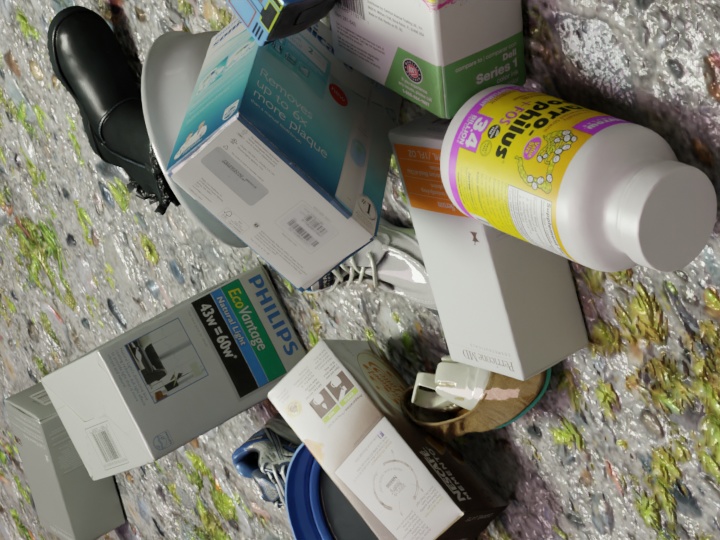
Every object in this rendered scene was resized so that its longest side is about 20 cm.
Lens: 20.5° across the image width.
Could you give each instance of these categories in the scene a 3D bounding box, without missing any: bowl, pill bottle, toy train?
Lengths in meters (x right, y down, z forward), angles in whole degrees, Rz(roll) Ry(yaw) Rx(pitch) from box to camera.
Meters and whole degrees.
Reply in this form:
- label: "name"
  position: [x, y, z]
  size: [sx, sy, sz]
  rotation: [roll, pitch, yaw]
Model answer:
- label: "bowl"
  position: [0.017, 0.235, 1.892]
  size: [0.200, 0.039, 0.201]
  rotation: [17, 118, 35]
- label: "pill bottle"
  position: [0.153, -0.061, 1.393]
  size: [0.200, 0.104, 0.104]
  rotation: [25, 134, 50]
- label: "bowl"
  position: [-0.096, -0.127, 1.731]
  size: [0.090, 0.201, 0.201]
  rotation: [-19, 98, 24]
- label: "toy train"
  position: [-0.051, -0.254, 1.432]
  size: [0.114, 0.087, 0.200]
  rotation: [52, 150, 9]

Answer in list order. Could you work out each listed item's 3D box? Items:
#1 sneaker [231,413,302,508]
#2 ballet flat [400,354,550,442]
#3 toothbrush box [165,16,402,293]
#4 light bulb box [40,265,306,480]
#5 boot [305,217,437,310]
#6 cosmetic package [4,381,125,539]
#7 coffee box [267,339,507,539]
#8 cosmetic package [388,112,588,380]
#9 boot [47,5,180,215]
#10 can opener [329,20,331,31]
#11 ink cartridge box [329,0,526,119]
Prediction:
- label: "sneaker"
  position: [-0.060, 0.212, 2.015]
  size: [0.200, 0.085, 0.077]
  rotation: [18, 129, 53]
- label: "ballet flat"
  position: [0.086, 0.099, 1.672]
  size: [0.200, 0.072, 0.068]
  rotation: [150, 137, -66]
- label: "toothbrush box"
  position: [-0.054, -0.105, 1.534]
  size: [0.085, 0.200, 0.146]
  rotation: [-36, 113, 28]
- label: "light bulb box"
  position: [-0.187, 0.105, 2.021]
  size: [0.125, 0.200, 0.198]
  rotation: [63, 153, -2]
- label: "boot"
  position: [0.000, 0.000, 1.718]
  size: [0.200, 0.095, 0.074]
  rotation: [26, 135, 50]
- label: "cosmetic package"
  position: [-0.387, 0.252, 2.620]
  size: [0.107, 0.090, 0.200]
  rotation: [18, 125, 50]
- label: "coffee box"
  position: [0.024, 0.160, 1.764]
  size: [0.080, 0.114, 0.200]
  rotation: [-45, 70, 17]
- label: "cosmetic package"
  position: [0.100, -0.024, 1.552]
  size: [0.101, 0.071, 0.200]
  rotation: [12, 124, 56]
- label: "boot"
  position: [-0.233, -0.160, 2.014]
  size: [0.162, 0.073, 0.198]
  rotation: [34, 148, 48]
- label: "can opener"
  position: [-0.007, -0.178, 1.637]
  size: [0.063, 0.078, 0.200]
  rotation: [-87, 0, -52]
- label: "ink cartridge box"
  position: [0.042, -0.234, 1.458]
  size: [0.145, 0.084, 0.200]
  rotation: [35, 141, 45]
